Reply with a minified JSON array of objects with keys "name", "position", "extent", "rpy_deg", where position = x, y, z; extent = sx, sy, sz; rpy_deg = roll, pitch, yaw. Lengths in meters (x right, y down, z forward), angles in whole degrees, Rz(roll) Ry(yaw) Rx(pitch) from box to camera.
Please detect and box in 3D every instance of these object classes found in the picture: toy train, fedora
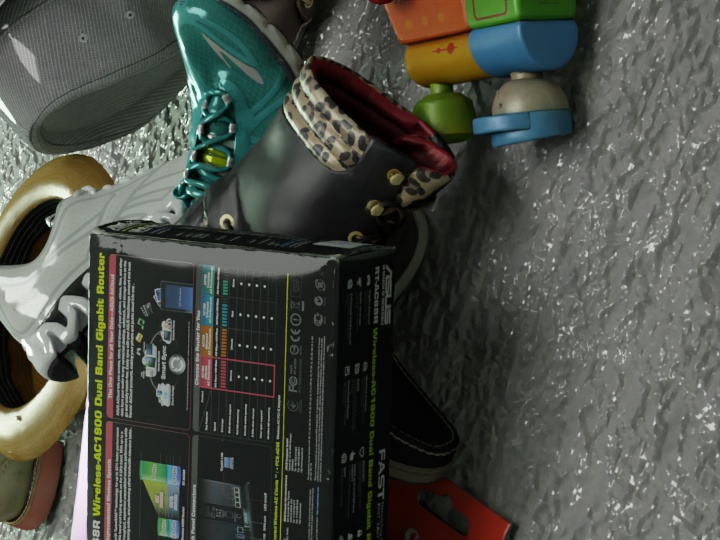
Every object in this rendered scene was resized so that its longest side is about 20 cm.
[{"name":"toy train","position":[0.038,-0.119,1.207],"extent":[0.200,0.084,0.116],"rpy_deg":[-5,90,52]},{"name":"fedora","position":[-0.180,0.028,1.445],"extent":[0.200,0.082,0.201],"rpy_deg":[-18,67,49]},{"name":"fedora","position":[-0.162,-0.142,1.419],"extent":[0.090,0.200,0.177],"rpy_deg":[52,148,13]}]

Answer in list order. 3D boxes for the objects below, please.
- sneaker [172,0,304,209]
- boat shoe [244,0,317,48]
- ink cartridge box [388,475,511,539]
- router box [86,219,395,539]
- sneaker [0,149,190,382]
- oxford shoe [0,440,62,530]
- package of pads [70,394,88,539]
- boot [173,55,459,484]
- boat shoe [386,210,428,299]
[{"name":"sneaker","position":[-0.066,-0.063,1.250],"extent":[0.077,0.080,0.201],"rpy_deg":[13,128,40]},{"name":"boat shoe","position":[-0.048,-0.189,1.341],"extent":[0.059,0.072,0.201],"rpy_deg":[6,80,56]},{"name":"ink cartridge box","position":[0.002,0.203,1.183],"extent":[0.109,0.050,0.201],"rpy_deg":[30,106,52]},{"name":"router box","position":[-0.062,0.080,1.137],"extent":[0.149,0.062,0.201],"rpy_deg":[6,99,29]},{"name":"sneaker","position":[-0.135,-0.028,1.331],"extent":[0.200,0.075,0.081],"rpy_deg":[-43,71,-12]},{"name":"oxford shoe","position":[-0.241,0.071,1.519],"extent":[0.070,0.075,0.201],"rpy_deg":[-18,66,50]},{"name":"package of pads","position":[-0.107,0.151,1.292],"extent":[0.154,0.068,0.201],"rpy_deg":[40,129,51]},{"name":"boot","position":[0.000,0.000,1.171],"extent":[0.200,0.073,0.151],"rpy_deg":[44,116,15]},{"name":"boat shoe","position":[-0.032,0.039,1.267],"extent":[0.200,0.057,0.067],"rpy_deg":[-62,40,21]}]
